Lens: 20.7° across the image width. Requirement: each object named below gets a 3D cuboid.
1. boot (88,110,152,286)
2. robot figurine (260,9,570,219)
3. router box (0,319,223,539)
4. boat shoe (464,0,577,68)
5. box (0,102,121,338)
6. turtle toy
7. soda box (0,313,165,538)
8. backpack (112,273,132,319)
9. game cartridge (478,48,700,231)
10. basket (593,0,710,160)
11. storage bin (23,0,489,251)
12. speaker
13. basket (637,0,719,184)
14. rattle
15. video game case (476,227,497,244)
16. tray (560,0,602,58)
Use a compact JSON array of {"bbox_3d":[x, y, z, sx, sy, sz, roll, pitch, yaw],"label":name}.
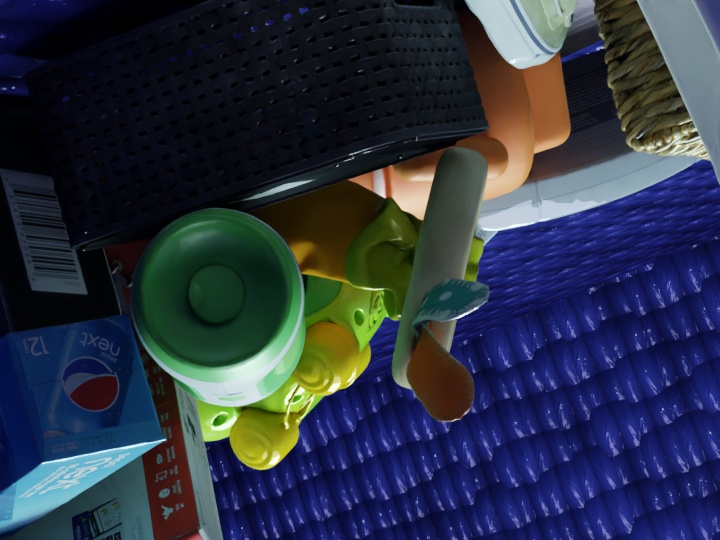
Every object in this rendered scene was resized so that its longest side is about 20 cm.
[{"bbox_3d":[-0.152,-0.009,1.158,0.199,0.146,0.072,-22,179,28],"label":"boot"},{"bbox_3d":[0.025,-0.087,1.174,0.198,0.145,0.117,-17,150,-15],"label":"robot figurine"},{"bbox_3d":[-0.174,0.130,1.114,0.178,0.049,0.201,-23,-143,2],"label":"router box"},{"bbox_3d":[0.089,-0.155,1.030,0.061,0.073,0.200,-19,170,14],"label":"boat shoe"},{"bbox_3d":[-0.243,0.016,1.074,0.199,0.150,0.107,-23,167,25],"label":"box"},{"bbox_3d":[-0.052,0.046,1.224,0.200,0.101,0.146,-50,176,35],"label":"turtle toy"},{"bbox_3d":[-0.173,0.086,0.973,0.067,0.065,0.200,-9,165,-35],"label":"soda box"},{"bbox_3d":[-0.111,0.003,1.366,0.199,0.152,0.177,-32,168,33],"label":"backpack"},{"bbox_3d":[0.138,-0.089,1.291,0.198,0.041,0.133,-20,-150,-16],"label":"game cartridge"},{"bbox_3d":[0.251,-0.156,1.134,0.199,0.144,0.148,-20,168,35],"label":"basket"},{"bbox_3d":[-0.051,-0.083,0.992,0.198,0.095,0.135,-18,179,25],"label":"storage bin"},{"bbox_3d":[-0.069,0.022,0.998,0.088,0.089,0.200,-19,173,-4],"label":"speaker"},{"bbox_3d":[0.179,-0.150,0.844,0.122,0.202,0.136,-24,172,1],"label":"basket"},{"bbox_3d":[0.000,0.000,1.011,0.131,0.142,0.200,-61,-177,31],"label":"rattle"},{"bbox_3d":[0.068,-0.041,1.346,0.143,0.018,0.200,-21,-163,48],"label":"video game case"},{"bbox_3d":[0.112,-0.149,1.301,0.198,0.022,0.107,-23,172,20],"label":"tray"}]
